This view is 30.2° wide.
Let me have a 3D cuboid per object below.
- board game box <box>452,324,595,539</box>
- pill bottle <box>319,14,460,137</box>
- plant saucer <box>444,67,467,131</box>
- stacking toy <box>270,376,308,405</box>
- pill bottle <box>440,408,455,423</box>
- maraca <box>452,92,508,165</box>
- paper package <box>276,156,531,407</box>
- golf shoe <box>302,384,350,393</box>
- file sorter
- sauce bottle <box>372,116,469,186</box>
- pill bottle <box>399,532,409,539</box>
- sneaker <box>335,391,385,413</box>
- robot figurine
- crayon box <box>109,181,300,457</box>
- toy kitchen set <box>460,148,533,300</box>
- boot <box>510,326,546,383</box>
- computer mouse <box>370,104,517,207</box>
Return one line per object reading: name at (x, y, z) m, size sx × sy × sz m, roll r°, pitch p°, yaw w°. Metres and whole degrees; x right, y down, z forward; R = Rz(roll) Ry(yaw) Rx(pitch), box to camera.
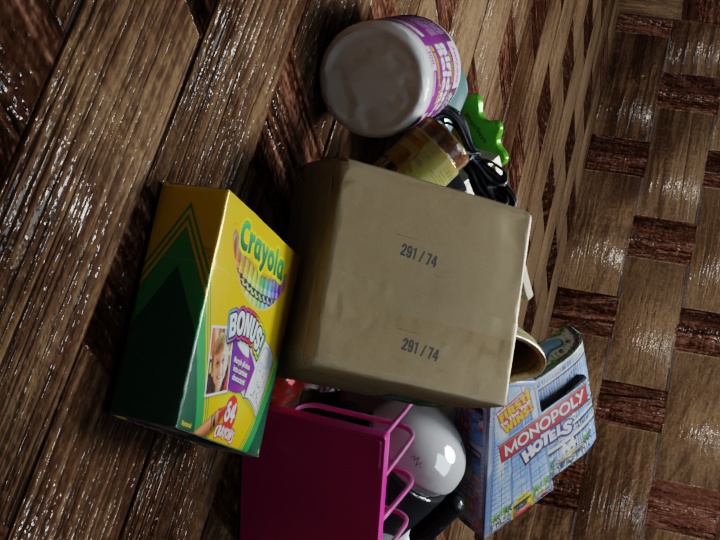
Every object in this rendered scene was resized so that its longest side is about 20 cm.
board game box at (0.176, 0.156, 1.444) m, size 0.200 × 0.062 × 0.200 m, roll -31°, pitch 130°, yaw -22°
pill bottle at (0.039, -0.200, 1.341) m, size 0.200 × 0.112 × 0.113 m, roll -39°, pitch 136°, yaw -68°
plant saucer at (0.074, -0.141, 1.523) m, size 0.200 × 0.027 × 0.200 m, roll -62°, pitch -176°, yaw 7°
stacking toy at (-0.039, 0.068, 1.256) m, size 0.200 × 0.085 × 0.086 m, roll -39°, pitch 138°, yaw -48°
pill bottle at (0.111, 0.165, 1.524) m, size 0.200 × 0.109 × 0.109 m, roll -51°, pitch 170°, yaw 12°
maraca at (0.119, -0.131, 1.637) m, size 0.107 × 0.137 × 0.200 m, roll -22°, pitch 155°, yaw -34°
paper package at (0.033, 0.017, 1.176) m, size 0.103 × 0.200 × 0.191 m, roll -7°, pitch -108°, yaw 63°
golf shoe at (0.006, 0.084, 1.408) m, size 0.200 × 0.078 × 0.097 m, roll 16°, pitch 71°, yaw -58°
file sorter at (-0.026, 0.207, 1.280) m, size 0.125 × 0.139 × 0.200 m, roll -41°, pitch 138°, yaw -61°
sauce bottle at (0.013, -0.059, 1.265) m, size 0.200 × 0.066 × 0.066 m, roll -44°, pitch 160°, yaw -4°
pill bottle at (0.020, 0.323, 1.607) m, size 0.200 × 0.111 × 0.111 m, roll 81°, pitch 23°, yaw -50°
sneaker at (0.029, 0.107, 1.571) m, size 0.200 × 0.075 × 0.105 m, roll -50°, pitch 152°, yaw -56°
robot figurine at (0.020, 0.222, 1.418) m, size 0.200 × 0.125 × 0.150 m, roll -45°, pitch 140°, yaw 20°
crayon box at (-0.112, 0.044, 1.026) m, size 0.200 × 0.058 × 0.173 m, roll 48°, pitch 53°, yaw -72°
toy kitchen set at (0.067, -0.027, 1.540) m, size 0.163 × 0.180 × 0.200 m, roll -37°, pitch 128°, yaw -27°
boot at (0.080, 0.048, 1.356) m, size 0.073 × 0.200 × 0.156 m, roll -63°, pitch -149°, yaw 20°
computer mouse at (0.058, -0.077, 1.373) m, size 0.200 × 0.139 × 0.053 m, roll -30°, pitch 174°, yaw -36°
